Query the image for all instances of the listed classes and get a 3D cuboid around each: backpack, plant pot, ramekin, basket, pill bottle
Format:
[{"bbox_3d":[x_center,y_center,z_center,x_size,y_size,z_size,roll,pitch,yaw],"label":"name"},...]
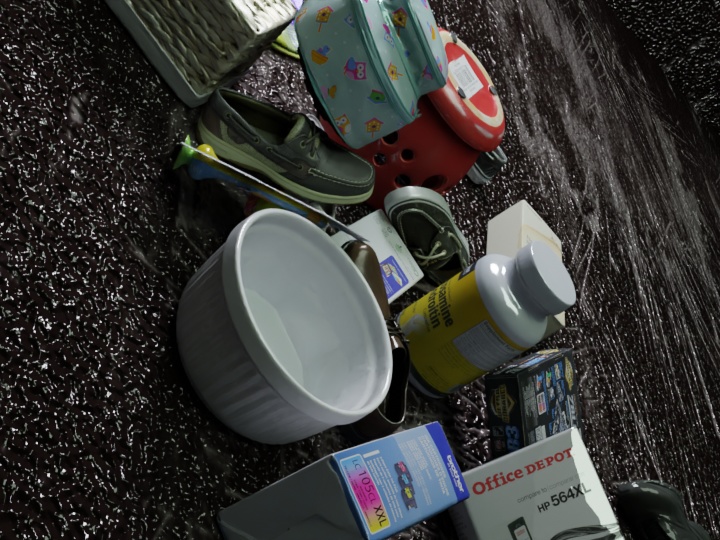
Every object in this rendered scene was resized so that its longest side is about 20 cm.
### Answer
[{"bbox_3d":[0.011,-0.235,1.090,0.178,0.151,0.201,64,23,-24],"label":"backpack"},{"bbox_3d":[0.075,-0.191,1.297,0.200,0.181,0.202,38,36,-34],"label":"plant pot"},{"bbox_3d":[-0.073,0.057,0.905,0.199,0.104,0.202,38,35,-32],"label":"ramekin"},{"bbox_3d":[-0.175,-0.299,1.071,0.201,0.123,0.136,54,30,-8],"label":"basket"},{"bbox_3d":[0.137,0.052,1.131,0.112,0.199,0.113,37,33,-30],"label":"pill bottle"}]

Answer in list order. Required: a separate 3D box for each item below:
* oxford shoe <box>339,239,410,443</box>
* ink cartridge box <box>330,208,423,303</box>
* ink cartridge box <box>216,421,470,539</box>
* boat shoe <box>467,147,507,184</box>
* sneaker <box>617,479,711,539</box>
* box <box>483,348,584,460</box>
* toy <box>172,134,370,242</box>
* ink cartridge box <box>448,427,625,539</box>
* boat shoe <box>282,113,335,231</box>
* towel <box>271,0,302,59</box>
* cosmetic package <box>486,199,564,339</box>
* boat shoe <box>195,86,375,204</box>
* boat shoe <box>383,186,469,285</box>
[{"bbox_3d":[0.018,0.063,1.003,0.072,0.084,0.203,1,75,-38],"label":"oxford shoe"},{"bbox_3d":[0.000,0.000,1.140,0.100,0.039,0.200,58,28,0],"label":"ink cartridge box"},{"bbox_3d":[-0.001,0.194,0.850,0.199,0.136,0.077,-5,67,-58],"label":"ink cartridge box"},{"bbox_3d":[0.159,-0.234,1.573,0.201,0.071,0.072,54,29,-4],"label":"boat shoe"},{"bbox_3d":[0.428,0.369,1.409,0.200,0.076,0.091,43,39,-19],"label":"sneaker"},{"bbox_3d":[0.212,0.205,1.189,0.198,0.049,0.204,-11,94,-61],"label":"box"},{"bbox_3d":[-0.095,-0.063,0.990,0.198,0.048,0.115,31,0,-13],"label":"toy"},{"bbox_3d":[0.186,0.281,1.024,0.084,0.144,0.202,107,-38,-73],"label":"ink cartridge box"},{"bbox_3d":[-0.048,-0.111,1.140,0.071,0.069,0.202,34,37,-35],"label":"boat shoe"},{"bbox_3d":[-0.116,-0.367,1.331,0.143,0.023,0.202,9,55,-54],"label":"towel"},{"bbox_3d":[0.238,0.002,1.467,0.103,0.073,0.201,43,33,-23],"label":"cosmetic package"},{"bbox_3d":[-0.072,-0.131,1.054,0.198,0.066,0.072,21,47,-7],"label":"boat shoe"},{"bbox_3d":[0.092,-0.035,1.256,0.200,0.070,0.065,42,34,-51],"label":"boat shoe"}]
